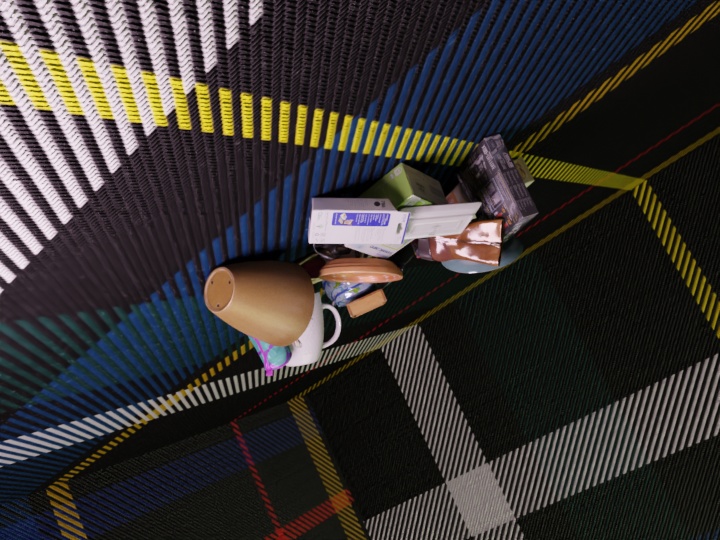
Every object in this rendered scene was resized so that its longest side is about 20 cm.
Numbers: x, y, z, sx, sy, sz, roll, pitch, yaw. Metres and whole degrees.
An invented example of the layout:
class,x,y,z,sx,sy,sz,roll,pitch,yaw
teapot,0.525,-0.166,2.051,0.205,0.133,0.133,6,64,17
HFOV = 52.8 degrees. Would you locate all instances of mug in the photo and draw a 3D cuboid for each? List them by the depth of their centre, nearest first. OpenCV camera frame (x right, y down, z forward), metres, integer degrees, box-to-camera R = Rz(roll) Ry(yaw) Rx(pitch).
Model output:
class,x,y,z,sx,sy,sz,roll,pitch,yaw
mug,-0.143,0.150,1.906,0.196,0.180,0.147,-8,-178,-24

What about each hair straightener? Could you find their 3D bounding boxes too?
class,x,y,z,sx,sy,sz,roll,pitch,yaw
hair straightener,-0.029,-0.063,1.681,0.197,0.077,0.042,-9,131,-44

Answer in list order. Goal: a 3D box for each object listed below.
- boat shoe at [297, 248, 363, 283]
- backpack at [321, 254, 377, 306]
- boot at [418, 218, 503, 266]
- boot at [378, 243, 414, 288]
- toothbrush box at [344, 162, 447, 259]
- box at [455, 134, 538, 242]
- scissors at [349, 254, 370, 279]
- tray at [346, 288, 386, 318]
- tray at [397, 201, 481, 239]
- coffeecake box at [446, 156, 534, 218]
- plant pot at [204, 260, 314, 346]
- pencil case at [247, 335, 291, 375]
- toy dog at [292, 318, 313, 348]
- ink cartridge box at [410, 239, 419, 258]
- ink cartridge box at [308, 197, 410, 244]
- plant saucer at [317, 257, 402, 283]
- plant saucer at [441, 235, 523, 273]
class,x,y,z,sx,sy,sz,roll,pitch,yaw
boat shoe,-0.082,-0.015,1.746,0.197,0.075,0.069,-27,173,-3
backpack,-0.028,0.021,1.900,0.160,0.156,0.201,-20,153,-5
boot,0.222,-0.108,1.625,0.196,0.193,0.068,4,-172,31
boot,0.096,-0.035,1.888,0.166,0.065,0.200,-57,176,5
toothbrush box,0.069,-0.121,1.546,0.198,0.088,0.144,-33,150,29
box,0.302,-0.177,1.633,0.049,0.203,0.158,-16,164,-24
scissors,0.037,-0.050,1.805,0.202,0.014,0.073,-56,166,-8
tray,0.016,0.086,1.877,0.097,0.038,0.200,-24,176,-1
tray,0.156,-0.099,1.524,0.196,0.023,0.108,-7,152,-24
coffeecake box,0.324,-0.201,1.875,0.197,0.074,0.154,-22,168,-26
plant pot,-0.227,0.057,1.539,0.185,0.189,0.198,-33,152,26
pencil case,-0.243,0.149,1.772,0.084,0.203,0.093,-12,-154,33
toy dog,-0.155,0.082,1.718,0.095,0.134,0.200,-24,-151,-17
ink cartridge box,0.189,-0.078,1.826,0.197,0.051,0.109,-12,164,-42
ink cartridge box,-0.004,-0.097,1.441,0.195,0.040,0.100,2,141,-9
plant saucer,0.000,0.000,1.664,0.195,0.038,0.200,0,173,0
plant saucer,0.286,-0.053,1.722,0.196,0.028,0.201,-12,-156,5
